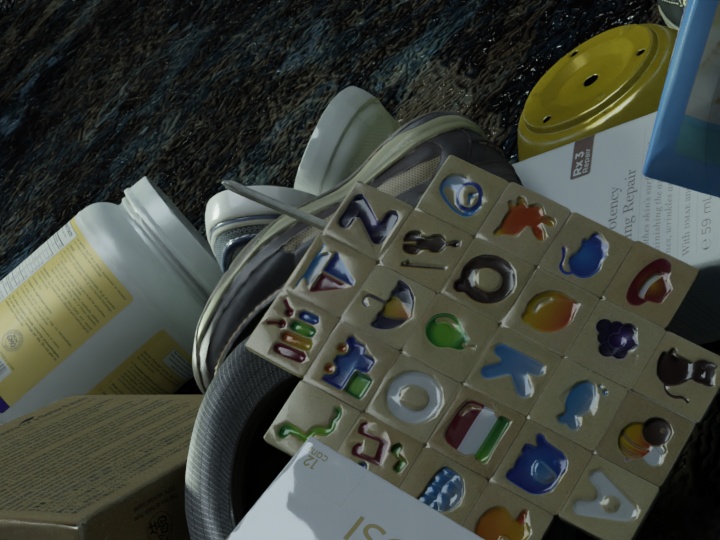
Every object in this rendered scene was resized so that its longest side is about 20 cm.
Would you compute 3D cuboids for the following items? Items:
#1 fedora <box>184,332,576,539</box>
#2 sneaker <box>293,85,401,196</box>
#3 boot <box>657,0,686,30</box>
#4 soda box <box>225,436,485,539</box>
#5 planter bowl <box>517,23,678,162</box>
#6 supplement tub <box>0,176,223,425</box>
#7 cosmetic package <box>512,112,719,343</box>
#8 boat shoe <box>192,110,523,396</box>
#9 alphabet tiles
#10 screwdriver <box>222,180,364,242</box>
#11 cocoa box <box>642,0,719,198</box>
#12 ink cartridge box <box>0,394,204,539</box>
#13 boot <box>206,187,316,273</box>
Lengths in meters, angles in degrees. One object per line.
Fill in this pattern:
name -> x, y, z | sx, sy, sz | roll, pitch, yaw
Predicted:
fedora -> 0.009, 0.119, 0.791 | 0.176, 0.090, 0.200 | -11, 52, -8
sneaker -> 0.036, -0.050, 0.993 | 0.074, 0.115, 0.200 | -64, -12, 8
boot -> 0.216, -0.213, 1.037 | 0.073, 0.154, 0.204 | -40, 22, -4
soda box -> 0.042, 0.148, 0.655 | 0.200, 0.064, 0.068 | 28, 65, 27
planter bowl -> 0.156, -0.086, 0.999 | 0.200, 0.083, 0.201 | -33, 24, 17
supplement tub -> -0.190, 0.043, 1.216 | 0.200, 0.145, 0.145 | -41, 23, -1
cosmetic package -> 0.126, -0.010, 0.871 | 0.200, 0.074, 0.102 | -19, 52, 40
boat shoe -> 0.000, 0.000, 0.852 | 0.200, 0.075, 0.073 | -44, 43, -7
alphabet tiles -> 0.055, 0.039, 0.764 | 0.200, 0.006, 0.167 | 27, 71, 20
screwdriver -> 0.026, -0.004, 0.808 | 0.029, 0.200, 0.028 | 123, 171, -74
cocoa box -> 0.238, -0.097, 0.713 | 0.200, 0.134, 0.131 | 17, 46, 9
ink cartridge box -> -0.138, 0.123, 0.845 | 0.164, 0.075, 0.200 | -3, 12, 30
boot -> -0.035, 0.027, 0.945 | 0.073, 0.200, 0.091 | -7, 69, 12
